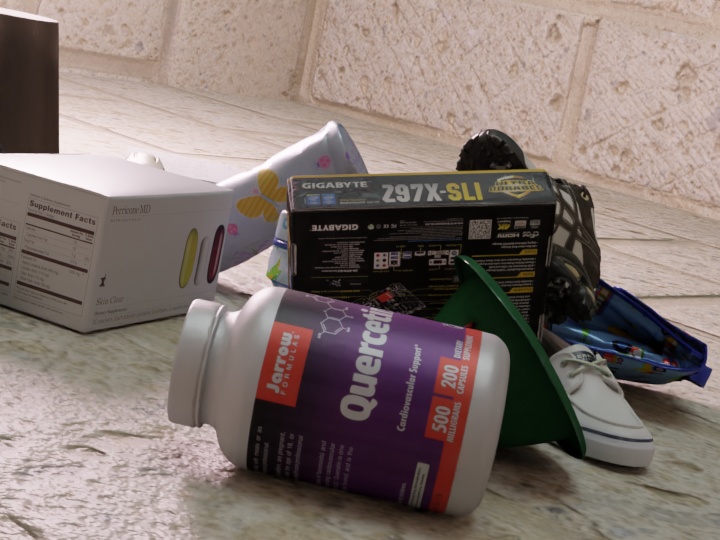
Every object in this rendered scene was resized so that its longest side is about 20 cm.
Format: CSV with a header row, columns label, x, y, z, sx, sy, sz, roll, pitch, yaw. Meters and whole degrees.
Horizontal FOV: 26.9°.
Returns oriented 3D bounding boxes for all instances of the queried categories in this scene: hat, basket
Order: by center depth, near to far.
label,x,y,z,sx,sy,sz,roll,pitch,yaw
hat,0.039,0.101,1.055,0.175,0.167,0.200,-31,6,-4
basket,-0.408,-0.190,1.686,0.178,0.203,0.136,12,10,-2

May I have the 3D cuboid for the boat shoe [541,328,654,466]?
label,x,y,z,sx,sy,sz,roll,pitch,yaw
boat shoe,0.163,0.091,1.174,0.073,0.068,0.200,6,12,-28

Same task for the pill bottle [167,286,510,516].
label,x,y,z,sx,sy,sz,roll,pitch,yaw
pill bottle,-0.013,0.076,0.919,0.197,0.114,0.112,12,10,2

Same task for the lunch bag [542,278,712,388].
label,x,y,z,sx,sy,sz,roll,pitch,yaw
lunch bag,0.217,0.059,1.335,0.198,0.095,0.151,24,-8,5

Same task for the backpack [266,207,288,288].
label,x,y,z,sx,sy,sz,roll,pitch,yaw
backpack,0.000,0.000,1.337,0.162,0.155,0.200,21,-9,24

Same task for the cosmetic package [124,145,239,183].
label,x,y,z,sx,sy,sz,roll,pitch,yaw
cosmetic package,-0.225,-0.109,1.885,0.149,0.052,0.200,8,10,-9

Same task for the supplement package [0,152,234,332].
label,x,y,z,sx,sy,sz,roll,pitch,yaw
supplement package,-0.227,-0.031,1.271,0.154,0.112,0.199,16,11,23

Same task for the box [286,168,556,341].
label,x,y,z,sx,sy,sz,roll,pitch,yaw
box,0.043,0.004,1.135,0.197,0.161,0.050,-2,38,-4

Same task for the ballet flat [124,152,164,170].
label,x,y,z,sx,sy,sz,roll,pitch,yaw
ballet flat,-0.219,-0.079,1.470,0.073,0.075,0.200,9,-14,-13

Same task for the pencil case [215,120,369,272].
label,x,y,z,sx,sy,sz,roll,pitch,yaw
pencil case,-0.084,-0.066,1.440,0.198,0.084,0.091,-27,-5,4

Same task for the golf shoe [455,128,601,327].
label,x,y,z,sx,sy,sz,roll,pitch,yaw
golf shoe,0.138,-0.049,1.202,0.077,0.201,0.095,0,47,34

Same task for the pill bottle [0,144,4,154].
label,x,y,z,sx,sy,sz,roll,pitch,yaw
pill bottle,-0.442,-0.101,1.412,0.197,0.113,0.112,14,10,7
